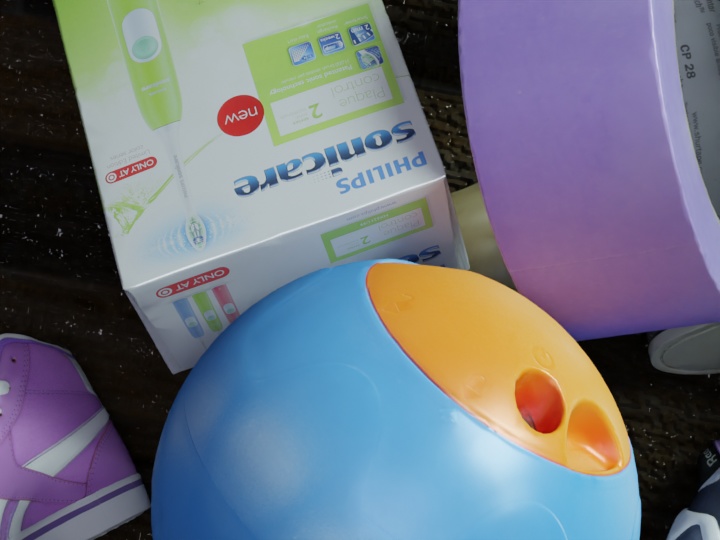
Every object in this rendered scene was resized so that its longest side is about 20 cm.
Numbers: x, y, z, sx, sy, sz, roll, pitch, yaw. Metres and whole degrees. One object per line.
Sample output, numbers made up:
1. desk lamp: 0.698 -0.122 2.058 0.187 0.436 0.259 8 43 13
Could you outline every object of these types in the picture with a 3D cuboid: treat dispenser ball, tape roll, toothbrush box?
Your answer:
1. treat dispenser ball: 0.014 0.096 0.733 0.198 0.201 0.204 0 88 1
2. tape roll: 0.118 -0.073 0.792 0.084 0.200 0.203 -8 88 24
3. toothbrush box: -0.050 -0.076 0.820 0.144 0.086 0.202 -18 60 1

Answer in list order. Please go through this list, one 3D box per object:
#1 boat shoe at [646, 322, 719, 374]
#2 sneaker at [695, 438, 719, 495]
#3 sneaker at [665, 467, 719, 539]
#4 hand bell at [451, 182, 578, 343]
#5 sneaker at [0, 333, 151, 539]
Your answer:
1. boat shoe: 0.224 -0.010 0.872 0.198 0.073 0.063 -23 62 0
2. sneaker: 0.230 0.163 0.862 0.087 0.076 0.202 -28 81 10
3. sneaker: 0.233 0.124 0.771 0.198 0.079 0.131 31 100 41
4. hand bell: 0.000 0.000 0.870 0.198 0.104 0.105 -9 88 14
5. sneaker: -0.186 0.092 0.811 0.072 0.200 0.115 -22 91 29
